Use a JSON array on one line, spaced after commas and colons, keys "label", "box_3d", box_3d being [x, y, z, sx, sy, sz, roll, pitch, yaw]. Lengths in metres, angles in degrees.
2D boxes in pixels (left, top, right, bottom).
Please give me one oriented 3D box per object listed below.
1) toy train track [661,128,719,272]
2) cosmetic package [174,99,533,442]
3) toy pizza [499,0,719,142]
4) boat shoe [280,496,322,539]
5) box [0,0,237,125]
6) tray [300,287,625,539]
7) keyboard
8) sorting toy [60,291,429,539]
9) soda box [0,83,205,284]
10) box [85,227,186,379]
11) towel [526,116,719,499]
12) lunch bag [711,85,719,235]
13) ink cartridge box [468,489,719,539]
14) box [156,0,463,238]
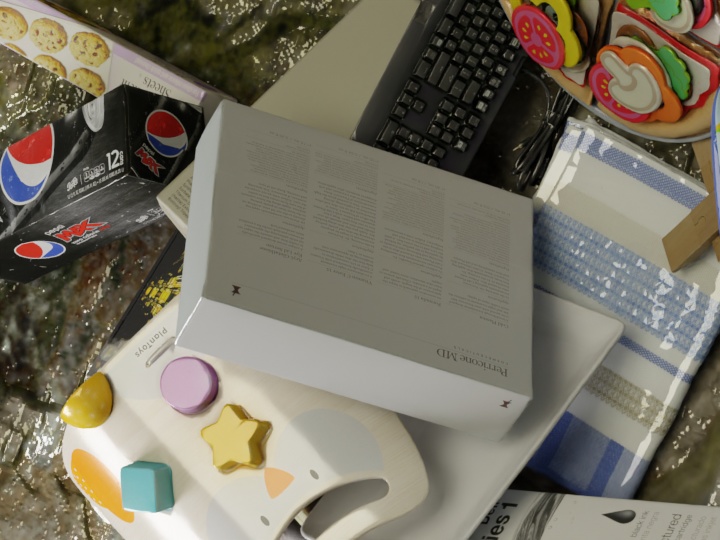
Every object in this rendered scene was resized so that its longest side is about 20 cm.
[{"label": "toy train track", "box_3d": [0.225, -0.001, 1.602, 0.115, 0.032, 0.201, -46, 47, 44]}, {"label": "cosmetic package", "box_3d": [0.000, 0.000, 1.635, 0.151, 0.199, 0.052, -87, 21, -43]}, {"label": "toy pizza", "box_3d": [0.137, -0.154, 1.608, 0.200, 0.032, 0.201, 33, 144, 28]}, {"label": "boat shoe", "box_3d": [-0.042, 0.154, 1.766, 0.200, 0.073, 0.065, 41, 110, 39]}, {"label": "box", "box_3d": [-0.169, -0.136, 1.907, 0.200, 0.039, 0.042, 30, 100, 32]}, {"label": "tray", "box_3d": [0.061, 0.096, 1.657, 0.107, 0.022, 0.200, 22, 66, 42]}, {"label": "keyboard", "box_3d": [0.087, -0.125, 1.708, 0.201, 0.127, 0.021, -62, 21, 2]}, {"label": "sorting toy", "box_3d": [-0.057, 0.104, 1.647, 0.200, 0.107, 0.180, -44, 67, 1]}, {"label": "soda box", "box_3d": [-0.185, -0.053, 1.855, 0.200, 0.071, 0.064, -24, 62, 43]}, {"label": "box", "box_3d": [-0.047, 0.038, 1.764, 0.199, 0.049, 0.162, 18, 70, 33]}, {"label": "towel", "box_3d": [0.141, 0.026, 1.694, 0.147, 0.024, 0.201, 30, 100, 30]}, {"label": "lunch bag", "box_3d": [0.260, -0.022, 1.521, 0.082, 0.200, 0.162, -8, 81, 32]}, {"label": "ink cartridge box", "box_3d": [0.107, 0.202, 1.612, 0.199, 0.085, 0.146, 2, 44, 32]}, {"label": "box", "box_3d": [-0.021, -0.076, 1.746, 0.200, 0.068, 0.082, -43, 59, -5]}]
